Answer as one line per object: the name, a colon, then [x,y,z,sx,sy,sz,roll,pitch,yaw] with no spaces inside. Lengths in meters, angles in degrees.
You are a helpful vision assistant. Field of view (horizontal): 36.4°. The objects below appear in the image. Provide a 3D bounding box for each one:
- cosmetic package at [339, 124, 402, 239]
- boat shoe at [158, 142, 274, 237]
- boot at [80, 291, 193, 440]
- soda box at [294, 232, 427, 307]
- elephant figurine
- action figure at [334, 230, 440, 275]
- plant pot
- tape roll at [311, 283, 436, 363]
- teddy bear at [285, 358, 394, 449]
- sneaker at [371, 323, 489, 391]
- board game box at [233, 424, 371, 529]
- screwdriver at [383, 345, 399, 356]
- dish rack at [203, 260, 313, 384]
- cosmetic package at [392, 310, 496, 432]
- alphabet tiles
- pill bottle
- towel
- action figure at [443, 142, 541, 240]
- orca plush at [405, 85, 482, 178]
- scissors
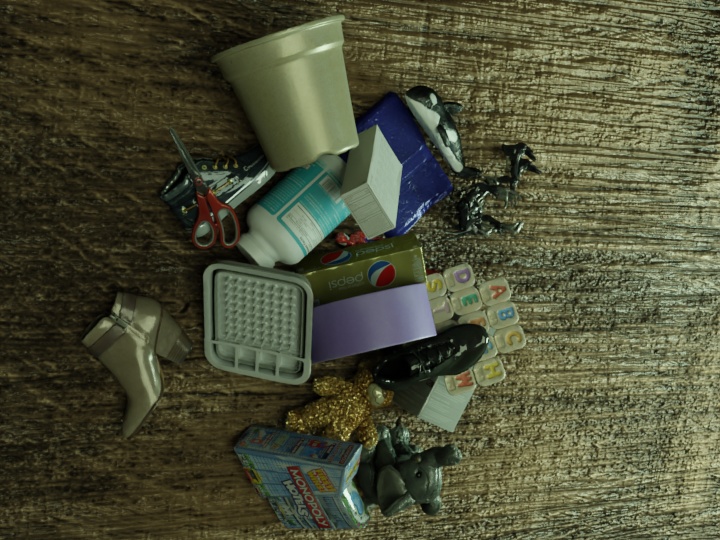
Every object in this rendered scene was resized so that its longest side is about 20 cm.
cosmetic package: [0.017,-0.133,1.612,0.051,0.200,0.083,-23,116,18]
boat shoe: [-0.202,-0.146,1.623,0.200,0.071,0.091,-45,121,-8]
boot: [-0.350,0.134,1.627,0.146,0.070,0.200,33,85,-22]
soda box: [0.000,0.000,1.721,0.199,0.068,0.064,-12,114,-3]
elephant figurine: [0.079,0.345,1.796,0.141,0.200,0.156,-32,120,-19]
action figure: [0.041,-0.015,1.787,0.200,0.052,0.066,26,94,-26]
plant pot: [-0.091,-0.245,1.564,0.200,0.200,0.184,-21,99,-20]
tape roll: [0.013,0.082,1.699,0.199,0.200,0.085,-11,85,-23]
teddy bear: [-0.028,0.231,1.785,0.199,0.067,0.145,-16,85,-18]
sneaker: [0.109,0.141,1.728,0.199,0.091,0.076,-26,80,9]
board game box: [-0.072,0.335,1.729,0.062,0.199,0.200,-50,123,-47]
screwdriver: [0.039,0.086,1.821,0.029,0.028,0.201,-13,108,8]
dish rack: [-0.150,0.073,1.655,0.171,0.044,0.201,11,125,10]
cosmetic package: [0.147,0.157,1.844,0.090,0.107,0.201,25,89,-28]
alphabet tiles: [0.160,0.096,1.776,0.195,0.015,0.201,-18,84,4]
pill bottle: [-0.096,-0.086,1.667,0.200,0.111,0.111,-43,116,-11]
towel: [0.048,-0.166,1.758,0.148,0.049,0.200,-41,115,-20]
action figure: [0.225,-0.115,1.815,0.200,0.102,0.119,-52,159,-13]
orca plush: [0.145,-0.231,1.748,0.071,0.105,0.200,-40,117,-1]
scissors: [-0.224,-0.121,1.584,0.073,0.014,0.201,-14,113,-11]
